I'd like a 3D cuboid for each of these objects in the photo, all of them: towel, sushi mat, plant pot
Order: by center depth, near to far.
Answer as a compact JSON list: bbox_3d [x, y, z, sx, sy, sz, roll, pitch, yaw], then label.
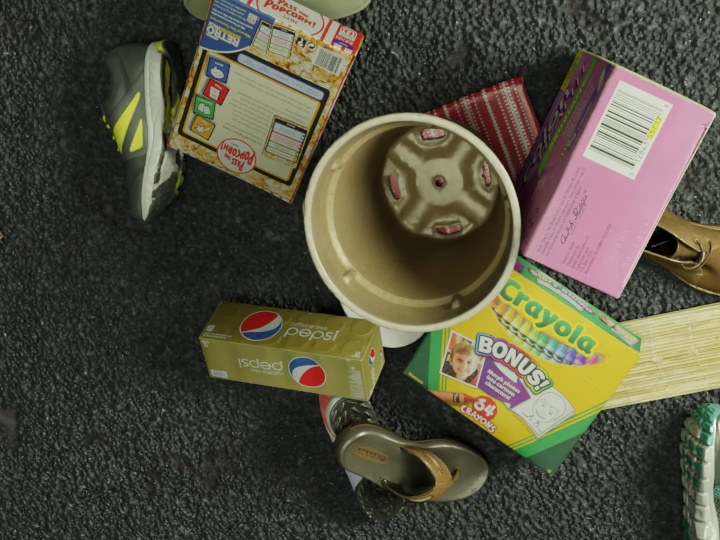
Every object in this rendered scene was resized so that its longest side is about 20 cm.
[{"bbox_3d":[0.065,-0.068,0.991,0.198,0.184,0.203,5,109,13],"label":"plant pot"},{"bbox_3d":[0.102,-0.103,1.082,0.198,0.023,0.146,-19,103,18],"label":"towel"},{"bbox_3d":[0.322,0.094,1.103,0.198,0.012,0.097,-13,106,18],"label":"sushi mat"}]

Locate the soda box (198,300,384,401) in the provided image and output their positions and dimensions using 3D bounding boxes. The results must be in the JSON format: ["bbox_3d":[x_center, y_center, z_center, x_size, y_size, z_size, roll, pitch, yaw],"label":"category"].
[{"bbox_3d":[-0.076,0.089,1.148,0.197,0.068,0.065,7,130,18],"label":"soda box"}]

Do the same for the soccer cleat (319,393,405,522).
[{"bbox_3d":[0.002,0.210,1.202,0.068,0.073,0.202,-27,120,-10],"label":"soccer cleat"}]

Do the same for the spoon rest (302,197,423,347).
[{"bbox_3d":[0.000,0.000,1.120,0.099,0.061,0.201,-31,98,31],"label":"spoon rest"}]

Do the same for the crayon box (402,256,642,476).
[{"bbox_3d":[0.174,0.093,1.104,0.199,0.058,0.174,34,115,7],"label":"crayon box"}]

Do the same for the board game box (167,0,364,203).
[{"bbox_3d":[-0.102,-0.183,1.049,0.150,0.047,0.201,25,131,-5],"label":"board game box"}]

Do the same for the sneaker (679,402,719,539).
[{"bbox_3d":[0.401,0.233,1.112,0.090,0.078,0.203,-8,111,-1],"label":"sneaker"}]

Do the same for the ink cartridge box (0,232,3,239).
[{"bbox_3d":[-0.561,-0.032,1.238,0.200,0.075,0.165,-40,98,22],"label":"ink cartridge box"}]

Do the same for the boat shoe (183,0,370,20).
[{"bbox_3d":[-0.082,-0.297,1.038,0.197,0.075,0.067,-1,66,21],"label":"boat shoe"}]

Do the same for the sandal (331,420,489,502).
[{"bbox_3d":[0.061,0.224,1.153,0.198,0.055,0.082,23,104,-26],"label":"sandal"}]

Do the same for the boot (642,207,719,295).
[{"bbox_3d":[0.337,-0.015,1.029,0.198,0.076,0.074,25,111,3],"label":"boot"}]

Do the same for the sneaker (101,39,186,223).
[{"bbox_3d":[-0.243,-0.155,1.128,0.084,0.074,0.203,10,102,16],"label":"sneaker"}]

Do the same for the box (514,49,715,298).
[{"bbox_3d":[0.220,-0.098,0.945,0.096,0.200,0.178,24,106,-3],"label":"box"}]
